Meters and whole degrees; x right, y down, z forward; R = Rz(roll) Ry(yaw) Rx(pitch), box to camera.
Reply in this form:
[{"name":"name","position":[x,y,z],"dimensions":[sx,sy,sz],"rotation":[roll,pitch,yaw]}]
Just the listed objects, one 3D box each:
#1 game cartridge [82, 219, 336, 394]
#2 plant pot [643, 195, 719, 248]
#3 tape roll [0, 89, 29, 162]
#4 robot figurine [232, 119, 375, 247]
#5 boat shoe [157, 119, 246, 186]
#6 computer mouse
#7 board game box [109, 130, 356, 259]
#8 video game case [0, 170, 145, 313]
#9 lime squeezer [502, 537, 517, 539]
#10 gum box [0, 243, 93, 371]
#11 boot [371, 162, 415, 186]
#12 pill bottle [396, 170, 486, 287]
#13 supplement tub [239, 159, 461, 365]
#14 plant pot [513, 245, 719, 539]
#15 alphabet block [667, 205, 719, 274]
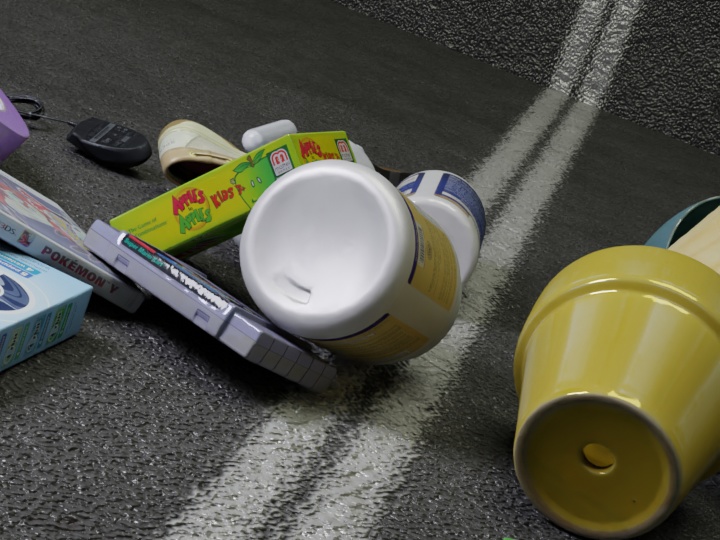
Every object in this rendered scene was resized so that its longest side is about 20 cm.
[{"name":"game cartridge","position":[-0.122,0.027,1.339],"dimensions":[0.200,0.038,0.130],"rotation":[32,-5,32]},{"name":"plant pot","position":[0.357,0.033,1.754],"dimensions":[0.200,0.201,0.135],"rotation":[13,-16,-27]},{"name":"tape roll","position":[-0.393,-0.174,1.501],"dimensions":[0.200,0.066,0.200],"rotation":[48,1,-2]},{"name":"robot figurine","position":[-0.056,-0.067,1.621],"dimensions":[0.170,0.113,0.200],"rotation":[60,34,2]},{"name":"boat shoe","position":[-0.121,-0.082,1.711],"dimensions":[0.200,0.074,0.066],"rotation":[23,38,-19]},{"name":"computer mouse","position":[-0.312,-0.145,1.743],"dimensions":[0.200,0.034,0.059],"rotation":[20,32,14]},{"name":"board game box","position":[-0.110,-0.062,1.453],"dimensions":[0.102,0.200,0.048],"rotation":[-13,82,-62]},{"name":"video game case","position":[-0.284,-0.051,1.362],"dimensions":[0.182,0.023,0.200],"rotation":[34,4,-41]},{"name":"lime squeezer","position":[0.193,0.233,1.151],"dimensions":[0.200,0.038,0.071],"rotation":[33,51,32]},{"name":"gum box","position":[-0.312,0.014,1.192],"dimensions":[0.170,0.045,0.200],"rotation":[25,17,11]},{"name":"boot","position":[-0.012,-0.102,1.924],"dimensions":[0.200,0.074,0.075],"rotation":[16,-2,-31]},{"name":"pill bottle","position":[0.074,-0.043,1.731],"dimensions":[0.111,0.111,0.200],"rotation":[21,16,2]},{"name":"supplement tub","position":[0.000,0.000,1.376],"dimensions":[0.145,0.146,0.200],"rotation":[28,-2,22]},{"name":"plant pot","position":[0.207,0.106,1.302],"dimensions":[0.200,0.201,0.189],"rotation":[24,31,10]},{"name":"alphabet block","position":[0.380,0.060,1.521],"dimensions":[0.196,0.196,0.200],"rotation":[32,48,27]}]
